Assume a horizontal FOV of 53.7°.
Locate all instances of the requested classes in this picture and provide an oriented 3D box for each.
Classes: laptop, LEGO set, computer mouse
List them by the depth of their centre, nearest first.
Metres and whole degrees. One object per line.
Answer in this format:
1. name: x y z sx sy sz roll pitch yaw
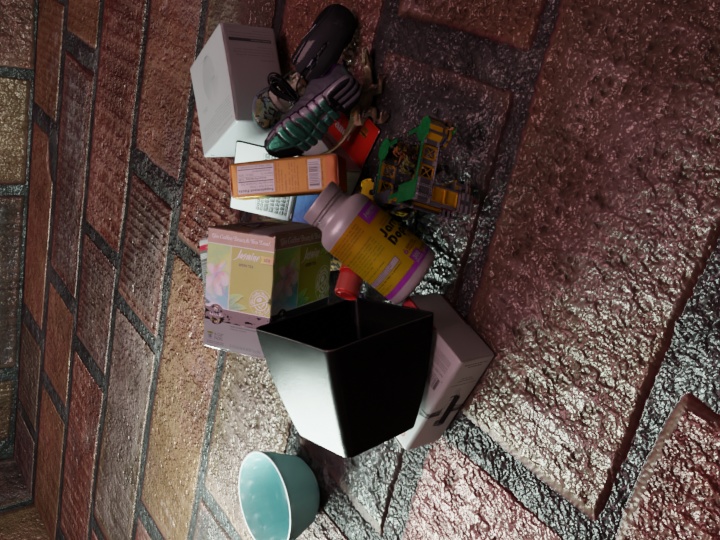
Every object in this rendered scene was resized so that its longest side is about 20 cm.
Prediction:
1. LEGO set: 0.107 -0.143 1.095 0.200 0.114 0.156 -25 55 61
2. computer mouse: -0.056 -0.358 1.252 0.201 0.140 0.046 -49 17 0
3. laptop: -0.157 -0.122 1.353 0.188 0.197 0.117 110 170 -52

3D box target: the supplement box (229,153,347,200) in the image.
1. supplement box: -0.126 -0.162 1.242 0.197 0.066 0.070 -1 92 13

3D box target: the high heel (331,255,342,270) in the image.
1. high heel: 0.000 0.000 1.268 0.200 0.071 0.143 49 148 24

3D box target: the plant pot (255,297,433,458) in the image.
1. plant pot: -0.015 0.159 1.069 0.198 0.198 0.180 9 110 51

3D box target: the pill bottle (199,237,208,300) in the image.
1. pill bottle: -0.292 0.026 1.568 0.110 0.110 0.203 -8 87 50

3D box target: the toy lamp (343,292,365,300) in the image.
1. toy lamp: 0.004 0.141 1.268 0.058 0.058 0.203 -11 88 50

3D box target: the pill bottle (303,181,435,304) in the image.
1. pill bottle: 0.011 -0.047 1.095 0.199 0.105 0.104 38 130 -3

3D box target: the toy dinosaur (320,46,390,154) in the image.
1. toy dinosaur: 0.002 -0.279 1.237 0.101 0.058 0.202 41 114 55

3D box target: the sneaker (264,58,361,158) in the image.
1. sneaker: -0.087 -0.275 1.224 0.199 0.074 0.088 -34 48 16

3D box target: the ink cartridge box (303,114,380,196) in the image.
1. ink cartridge box: -0.061 -0.240 1.317 0.201 0.043 0.175 53 132 33

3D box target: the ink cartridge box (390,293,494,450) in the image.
1. ink cartridge box: 0.099 0.160 1.129 0.145 0.083 0.201 51 128 35

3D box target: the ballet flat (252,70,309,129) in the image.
1. ballet flat: -0.141 -0.324 1.313 0.073 0.201 0.075 6 124 9

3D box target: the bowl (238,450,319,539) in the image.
1. bowl: -0.156 0.460 1.453 0.199 0.104 0.204 6 97 50

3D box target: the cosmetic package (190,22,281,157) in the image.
1. cosmetic package: -0.250 -0.360 1.456 0.199 0.122 0.203 -22 75 57

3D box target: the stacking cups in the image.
1. stacking cups: 0.004 -0.052 1.173 0.060 0.060 0.202 -11 56 50

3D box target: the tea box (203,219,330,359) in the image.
1. tea box: -0.151 0.021 1.195 0.132 0.200 0.200 8 101 23
